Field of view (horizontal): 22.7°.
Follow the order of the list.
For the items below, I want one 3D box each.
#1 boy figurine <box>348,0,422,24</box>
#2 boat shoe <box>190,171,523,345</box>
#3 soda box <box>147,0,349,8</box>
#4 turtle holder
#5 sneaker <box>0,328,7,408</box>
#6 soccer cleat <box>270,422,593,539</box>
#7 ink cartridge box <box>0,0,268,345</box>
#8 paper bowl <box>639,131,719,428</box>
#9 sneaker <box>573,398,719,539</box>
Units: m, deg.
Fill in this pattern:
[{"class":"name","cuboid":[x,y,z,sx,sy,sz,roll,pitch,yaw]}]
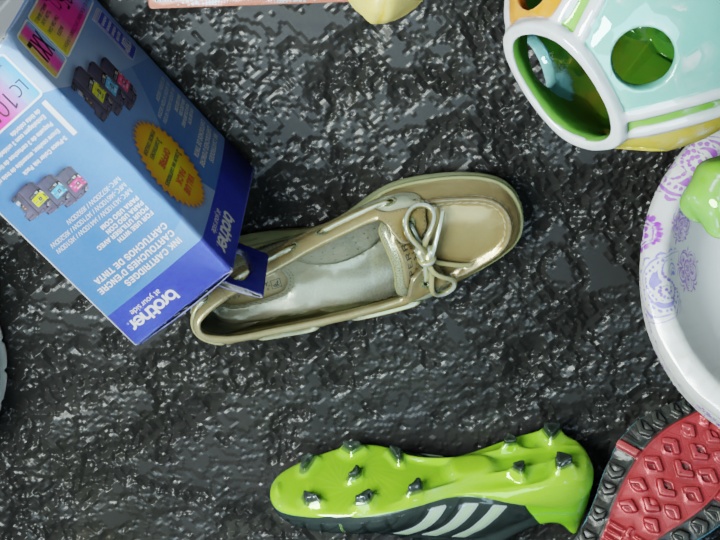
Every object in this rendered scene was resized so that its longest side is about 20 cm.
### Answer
[{"class":"boy figurine","cuboid":[0.022,-0.218,0.882,0.123,0.064,0.202,-1,81,-4]},{"class":"boat shoe","cuboid":[-0.001,-0.002,1.032,0.199,0.063,0.074,-12,115,3]},{"class":"soda box","cuboid":[-0.016,-0.182,0.950,0.198,0.064,0.069,-2,114,-3]},{"class":"turtle holder","cuboid":[0.148,-0.117,0.921,0.132,0.141,0.186,-44,137,-22]},{"class":"sneaker","cuboid":[-0.255,0.026,1.018,0.081,0.088,0.201,-9,115,2]},{"class":"soccer cleat","cuboid":[0.045,0.145,1.103,0.198,0.068,0.081,-5,127,-1]},{"class":"ink cartridge box","cuboid":[-0.132,-0.055,0.962,0.076,0.137,0.200,-35,112,18]},{"class":"paper bowl","cuboid":[0.255,0.004,0.998,0.199,0.104,0.202,-1,82,7]},{"class":"sneaker","cuboid":[0.169,0.162,1.114,0.079,0.096,0.200,38,85,11]}]
